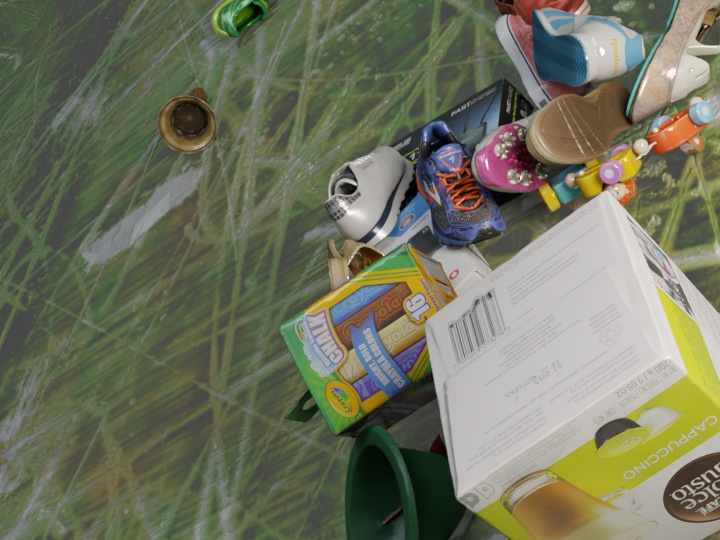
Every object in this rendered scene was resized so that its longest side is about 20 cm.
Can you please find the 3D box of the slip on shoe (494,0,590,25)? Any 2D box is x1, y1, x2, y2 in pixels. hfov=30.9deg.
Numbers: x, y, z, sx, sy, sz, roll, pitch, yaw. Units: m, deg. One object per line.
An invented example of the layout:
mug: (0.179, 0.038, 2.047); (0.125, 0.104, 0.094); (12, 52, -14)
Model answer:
slip on shoe: (0.225, -0.342, 1.670); (0.074, 0.061, 0.200); (-47, 31, 1)

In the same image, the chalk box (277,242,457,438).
chalk box: (0.009, 0.085, 1.287); (0.199, 0.125, 0.125); (-32, 73, 12)

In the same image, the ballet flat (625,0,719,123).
ballet flat: (0.344, -0.232, 1.378); (0.067, 0.068, 0.201); (20, 67, 18)

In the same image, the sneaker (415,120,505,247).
sneaker: (0.098, -0.093, 1.404); (0.075, 0.079, 0.200); (-19, 36, -8)

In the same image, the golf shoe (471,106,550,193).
golf shoe: (0.157, -0.119, 1.389); (0.091, 0.076, 0.200); (-16, 7, 34)

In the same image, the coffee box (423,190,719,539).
coffee box: (0.195, 0.106, 1.059); (0.199, 0.198, 0.201); (-36, 34, 21)

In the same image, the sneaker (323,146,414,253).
sneaker: (0.007, -0.103, 1.535); (0.076, 0.080, 0.201); (-42, 17, 27)

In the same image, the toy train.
toy train: (0.274, -0.106, 1.349); (0.150, 0.056, 0.200); (-36, 8, -32)

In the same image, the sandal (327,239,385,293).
sandal: (0.001, 0.006, 1.411); (0.069, 0.078, 0.212); (-5, 6, -1)

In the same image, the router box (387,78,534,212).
router box: (0.111, -0.124, 1.576); (0.199, 0.062, 0.151); (-28, 35, 35)

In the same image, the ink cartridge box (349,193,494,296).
ink cartridge box: (0.070, 0.026, 1.439); (0.145, 0.084, 0.200); (-45, 30, 9)

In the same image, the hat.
hat: (0.093, 0.219, 1.257); (0.166, 0.175, 0.202); (-139, 51, -60)

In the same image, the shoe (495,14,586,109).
shoe: (0.231, -0.268, 1.575); (0.091, 0.071, 0.201); (-38, 37, 18)

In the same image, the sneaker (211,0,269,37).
sneaker: (-0.191, -0.509, 2.447); (0.083, 0.074, 0.200); (31, 79, 35)

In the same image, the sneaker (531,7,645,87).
sneaker: (0.243, -0.247, 1.434); (0.080, 0.077, 0.200); (-12, 24, -10)

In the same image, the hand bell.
hand bell: (-0.298, -0.290, 2.338); (0.104, 0.104, 0.200); (-41, 18, 16)

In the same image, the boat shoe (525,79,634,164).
boat shoe: (0.220, -0.142, 1.346); (0.064, 0.072, 0.199); (-30, -4, 40)
